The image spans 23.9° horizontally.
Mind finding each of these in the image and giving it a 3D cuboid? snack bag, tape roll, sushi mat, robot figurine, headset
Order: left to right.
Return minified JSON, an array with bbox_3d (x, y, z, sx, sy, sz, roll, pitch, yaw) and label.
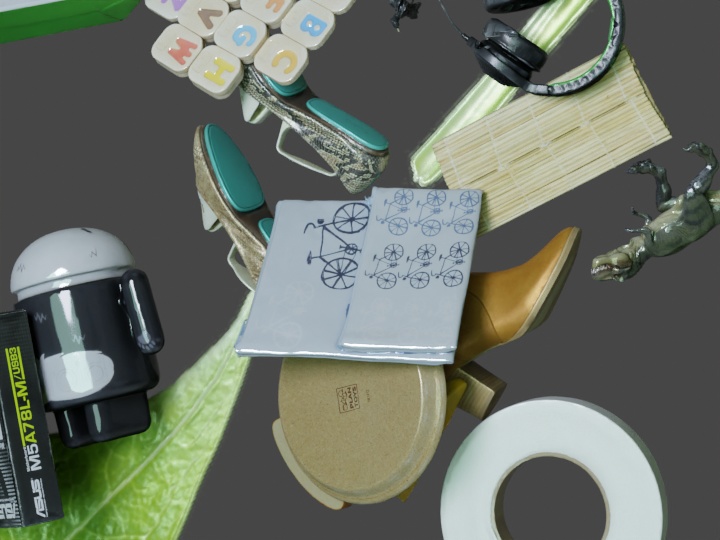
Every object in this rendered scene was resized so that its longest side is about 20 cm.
[{"bbox_3d":[-0.255,0.060,1.589,0.149,0.125,0.202,-13,87,-1],"label":"robot figurine"},{"bbox_3d":[0.000,0.000,1.476,0.198,0.021,0.190,1,50,15],"label":"snack bag"},{"bbox_3d":[0.127,-0.219,1.470,0.198,0.094,0.125,8,93,16],"label":"headset"},{"bbox_3d":[0.166,-0.114,1.501,0.199,0.012,0.096,-27,82,17],"label":"sushi mat"},{"bbox_3d":[0.169,0.213,1.493,0.201,0.037,0.205,1,92,18],"label":"tape roll"}]

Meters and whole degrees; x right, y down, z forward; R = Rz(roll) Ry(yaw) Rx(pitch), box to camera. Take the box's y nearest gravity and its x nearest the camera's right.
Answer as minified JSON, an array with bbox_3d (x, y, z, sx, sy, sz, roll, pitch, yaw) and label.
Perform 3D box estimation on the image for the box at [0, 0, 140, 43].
[{"bbox_3d":[-0.317,-0.309,1.560,0.097,0.199,0.178,-28,80,58],"label":"box"}]

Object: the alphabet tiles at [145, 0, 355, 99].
[{"bbox_3d":[-0.101,-0.254,1.546,0.195,0.015,0.201,33,82,30],"label":"alphabet tiles"}]

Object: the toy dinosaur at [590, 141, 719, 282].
[{"bbox_3d":[0.279,-0.061,1.449,0.199,0.047,0.089,-24,98,17],"label":"toy dinosaur"}]

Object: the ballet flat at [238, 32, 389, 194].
[{"bbox_3d":[-0.062,-0.143,1.555,0.200,0.068,0.075,42,119,11],"label":"ballet flat"}]

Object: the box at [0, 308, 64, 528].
[{"bbox_3d":[-0.341,0.144,1.596,0.200,0.047,0.195,-16,82,62],"label":"box"}]

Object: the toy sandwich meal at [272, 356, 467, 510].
[{"bbox_3d":[0.007,0.118,1.501,0.204,0.070,0.207,-3,86,37],"label":"toy sandwich meal"}]

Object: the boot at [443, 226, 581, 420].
[{"bbox_3d":[0.093,0.018,1.498,0.144,0.071,0.202,33,105,15],"label":"boot"}]

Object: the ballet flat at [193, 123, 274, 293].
[{"bbox_3d":[-0.110,-0.040,1.570,0.065,0.070,0.201,-39,75,29],"label":"ballet flat"}]
